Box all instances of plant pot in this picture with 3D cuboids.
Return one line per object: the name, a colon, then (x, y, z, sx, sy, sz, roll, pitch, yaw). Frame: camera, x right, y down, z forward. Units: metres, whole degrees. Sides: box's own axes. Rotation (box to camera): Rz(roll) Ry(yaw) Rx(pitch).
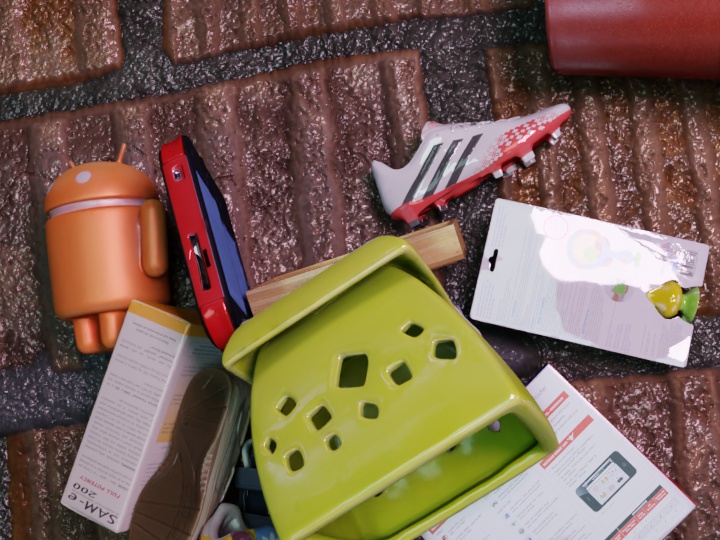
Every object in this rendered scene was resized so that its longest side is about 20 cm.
plant pot: (0.018, 0.100, 0.720, 0.200, 0.199, 0.182, -34, 63, 5)
plant pot: (0.266, -0.252, 0.788, 0.195, 0.201, 0.202, 1, 86, 19)

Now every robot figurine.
robot figurine: (-0.253, -0.020, 0.897, 0.116, 0.144, 0.201, -6, 84, -17)

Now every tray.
tray: (0.000, 0.000, 0.855, 0.199, 0.099, 0.037, -19, 94, 9)

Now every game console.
game console: (-0.126, -0.009, 0.825, 0.031, 0.177, 0.201, -19, 71, 4)

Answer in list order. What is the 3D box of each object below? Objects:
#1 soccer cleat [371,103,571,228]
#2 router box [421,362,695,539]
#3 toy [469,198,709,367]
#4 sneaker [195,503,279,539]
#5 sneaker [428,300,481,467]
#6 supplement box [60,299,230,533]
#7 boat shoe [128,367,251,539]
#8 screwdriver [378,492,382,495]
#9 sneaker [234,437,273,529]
soccer cleat: (0.104, -0.117, 0.863, 0.200, 0.069, 0.085, -30, 85, 12)
router box: (0.171, 0.218, 0.835, 0.200, 0.049, 0.180, -46, 80, 5)
toy: (0.212, 0.012, 0.843, 0.199, 0.047, 0.116, 13, 85, 8)
sneaker: (-0.078, 0.251, 0.702, 0.200, 0.075, 0.090, 16, 84, 49)
sneaker: (0.028, 0.084, 0.861, 0.202, 0.077, 0.147, 24, 81, 21)
supplement box: (-0.192, 0.137, 0.865, 0.073, 0.126, 0.201, 19, 89, 22)
boat shoe: (-0.147, 0.190, 0.818, 0.072, 0.065, 0.201, 12, 78, 30)
screwdriver: (0.025, 0.262, 0.846, 0.029, 0.028, 0.201, 1, 70, 9)
sneaker: (-0.082, 0.206, 0.820, 0.078, 0.079, 0.200, -2, 50, 25)
